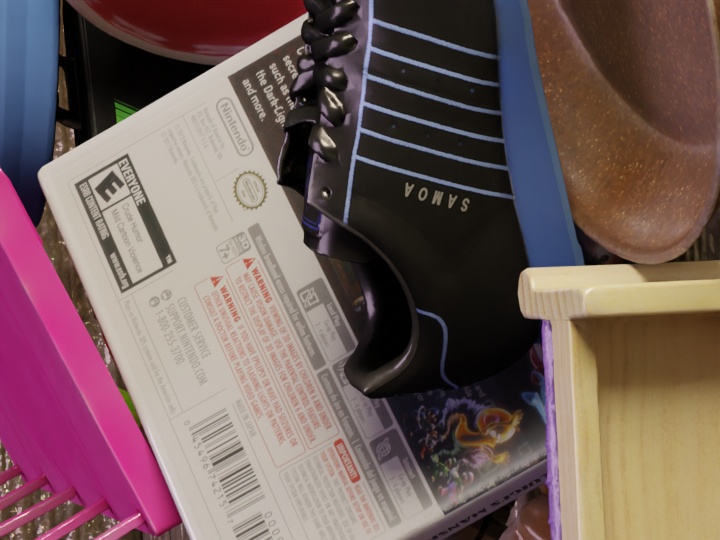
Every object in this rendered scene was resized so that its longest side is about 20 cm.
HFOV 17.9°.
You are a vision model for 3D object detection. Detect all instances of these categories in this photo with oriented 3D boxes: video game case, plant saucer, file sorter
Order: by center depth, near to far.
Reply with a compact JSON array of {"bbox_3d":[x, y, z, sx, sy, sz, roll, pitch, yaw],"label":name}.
[{"bbox_3d":[0.064,-0.101,0.650,0.200,0.037,0.201,159,90,-76],"label":"plant saucer"},{"bbox_3d":[0.000,0.000,0.786,0.200,0.182,0.023,63,-174,30],"label":"video game case"},{"bbox_3d":[-0.176,0.053,0.847,0.139,0.125,0.200,64,161,-11],"label":"file sorter"}]

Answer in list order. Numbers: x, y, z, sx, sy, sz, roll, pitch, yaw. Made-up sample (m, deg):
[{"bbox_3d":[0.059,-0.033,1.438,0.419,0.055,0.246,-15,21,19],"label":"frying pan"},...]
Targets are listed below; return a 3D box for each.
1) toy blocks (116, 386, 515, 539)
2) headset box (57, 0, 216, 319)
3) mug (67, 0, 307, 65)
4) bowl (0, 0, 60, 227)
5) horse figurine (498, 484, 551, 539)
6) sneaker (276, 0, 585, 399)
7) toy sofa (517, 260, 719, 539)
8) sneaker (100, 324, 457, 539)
[{"bbox_3d":[-0.004,0.059,0.924,0.100,0.200,0.137,-63,0,-40],"label":"toy blocks"},{"bbox_3d":[-0.036,-0.078,0.976,0.093,0.200,0.174,102,162,-55],"label":"headset box"},{"bbox_3d":[-0.031,-0.194,0.864,0.177,0.133,0.200,-10,59,37],"label":"mug"},{"bbox_3d":[-0.151,-0.110,0.939,0.201,0.039,0.201,180,90,-77],"label":"bowl"},{"bbox_3d":[0.061,0.068,0.810,0.050,0.132,0.200,14,-113,-57],"label":"horse figurine"},{"bbox_3d":[0.009,-0.055,0.690,0.070,0.078,0.200,29,139,68],"label":"sneaker"},{"bbox_3d":[0.093,0.097,0.667,0.098,0.083,0.200,179,88,-78],"label":"toy sofa"},{"bbox_3d":[-0.034,0.092,0.837,0.200,0.078,0.112,49,-145,-17],"label":"sneaker"}]
